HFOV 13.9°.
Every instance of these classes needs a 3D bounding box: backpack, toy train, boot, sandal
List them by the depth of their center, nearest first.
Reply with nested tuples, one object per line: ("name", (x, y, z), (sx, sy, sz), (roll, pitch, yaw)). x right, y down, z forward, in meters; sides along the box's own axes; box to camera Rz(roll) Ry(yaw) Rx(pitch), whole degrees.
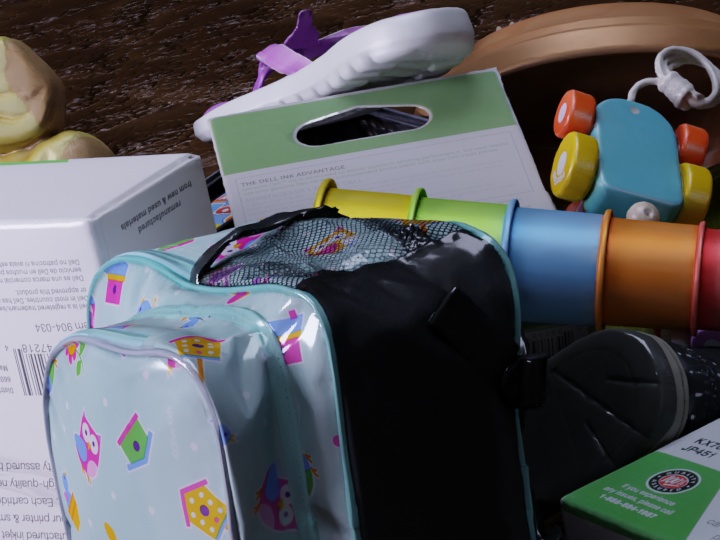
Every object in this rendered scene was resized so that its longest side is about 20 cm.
("backpack", (-0.031, 0.069, 1.090), (0.152, 0.177, 0.200), (-17, 15, -21))
("boot", (0.107, 0.081, 1.227), (0.153, 0.074, 0.203), (1, -23, -38))
("toy train", (0.167, -0.008, 1.325), (0.150, 0.056, 0.200), (-18, 58, -40))
("sandal", (-0.011, -0.103, 1.427), (0.082, 0.050, 0.202), (-5, -8, -36))

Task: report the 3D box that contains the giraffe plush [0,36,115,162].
("giraffe plush", (-0.214, -0.029, 1.509), (0.198, 0.174, 0.162), (0, 2, 2))

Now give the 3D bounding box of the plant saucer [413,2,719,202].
("plant saucer", (0.123, -0.086, 1.495), (0.199, 0.038, 0.200), (-4, -19, -1))

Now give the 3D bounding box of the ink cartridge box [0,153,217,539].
("ink cartridge box", (-0.124, 0.060, 1.244), (0.145, 0.201, 0.084), (-1, 21, 32))

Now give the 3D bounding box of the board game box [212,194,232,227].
("board game box", (-0.128, 0.009, 1.630), (0.151, 0.037, 0.200), (4, 28, 41))

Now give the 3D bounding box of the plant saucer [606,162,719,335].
("plant saucer", (0.187, -0.007, 1.440), (0.199, 0.048, 0.199), (-22, 21, -22))

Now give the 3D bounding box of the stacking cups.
("stacking cups", (0.079, 0.002, 1.208), (0.199, 0.061, 0.061), (7, 24, 10))

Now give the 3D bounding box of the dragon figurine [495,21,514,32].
("dragon figurine", (0.101, -0.072, 1.661), (0.058, 0.100, 0.201), (-4, 41, 22))

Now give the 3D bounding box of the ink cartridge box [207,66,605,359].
("ink cartridge box", (0.016, -0.009, 1.310), (0.144, 0.048, 0.200), (-10, 35, -6))

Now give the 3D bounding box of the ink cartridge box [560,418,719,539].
("ink cartridge box", (0.198, 0.097, 1.094), (0.199, 0.084, 0.146), (-24, 22, -28))

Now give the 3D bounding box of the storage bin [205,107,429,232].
("storage bin", (0.000, 0.000, 1.444), (0.135, 0.094, 0.200), (-36, 26, -20))
